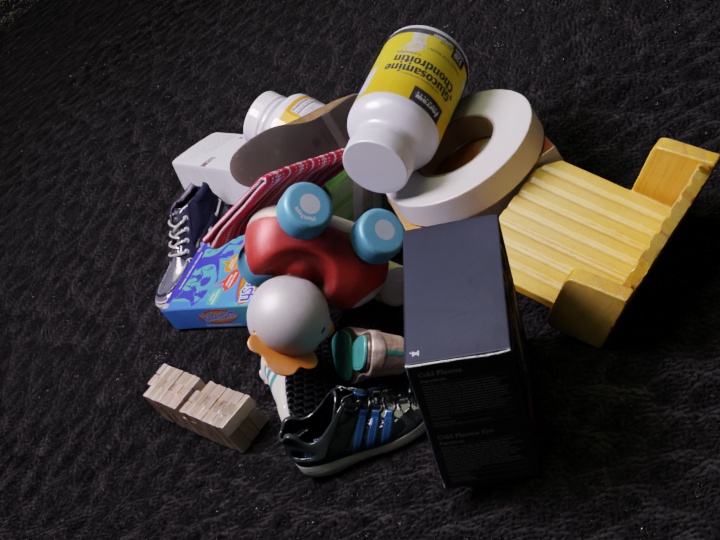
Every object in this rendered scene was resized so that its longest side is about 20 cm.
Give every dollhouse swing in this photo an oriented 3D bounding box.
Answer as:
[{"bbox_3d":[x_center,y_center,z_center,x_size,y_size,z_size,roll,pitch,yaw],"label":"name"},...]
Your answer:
[{"bbox_3d":[0.239,-0.057,1.336,0.175,0.182,0.200,34,69,12],"label":"dollhouse swing"}]

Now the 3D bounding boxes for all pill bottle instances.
[{"bbox_3d":[-0.055,-0.163,1.680,0.199,0.109,0.109,29,67,21],"label":"pill bottle"},{"bbox_3d":[0.050,-0.188,1.494,0.111,0.112,0.201,-9,42,36],"label":"pill bottle"}]

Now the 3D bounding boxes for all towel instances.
[{"bbox_3d":[0.022,-0.111,1.609,0.031,0.150,0.200,35,57,28],"label":"towel"},{"bbox_3d":[-0.087,-0.092,1.537,0.200,0.023,0.145,-25,-14,-50],"label":"towel"}]

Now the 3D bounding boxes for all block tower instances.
[{"bbox_3d":[-0.196,0.172,1.588,0.199,0.058,0.054,12,57,51],"label":"block tower"}]

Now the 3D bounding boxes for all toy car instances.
[{"bbox_3d":[-0.061,0.037,1.460,0.184,0.176,0.201,138,147,-58],"label":"toy car"}]

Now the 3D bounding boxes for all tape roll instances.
[{"bbox_3d":[0.120,-0.135,1.500,0.202,0.037,0.203,-25,35,19],"label":"tape roll"}]

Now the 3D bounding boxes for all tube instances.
[{"bbox_3d":[0.000,0.000,1.623,0.200,0.058,0.052,22,107,58],"label":"tube"}]

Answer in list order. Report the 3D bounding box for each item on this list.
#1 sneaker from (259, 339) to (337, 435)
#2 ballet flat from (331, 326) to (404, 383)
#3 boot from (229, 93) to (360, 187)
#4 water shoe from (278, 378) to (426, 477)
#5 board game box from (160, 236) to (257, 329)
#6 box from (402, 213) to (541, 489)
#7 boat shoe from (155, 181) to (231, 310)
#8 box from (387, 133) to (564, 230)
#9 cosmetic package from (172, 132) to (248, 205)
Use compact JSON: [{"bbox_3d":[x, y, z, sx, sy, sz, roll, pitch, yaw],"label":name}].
[{"bbox_3d":[-0.082,0.129,1.534,0.094,0.070,0.201,-55,31,40],"label":"sneaker"},{"bbox_3d":[0.015,0.099,1.456,0.067,0.069,0.200,2,0,-13],"label":"ballet flat"},{"bbox_3d":[-0.072,-0.162,1.587,0.199,0.074,0.075,-26,17,-4],"label":"boot"},{"bbox_3d":[0.004,0.160,1.392,0.199,0.079,0.072,-31,34,10],"label":"water shoe"},{"bbox_3d":[-0.166,0.009,1.762,0.199,0.045,0.153,-4,45,38],"label":"board game box"},{"bbox_3d":[0.112,0.081,1.274,0.103,0.183,0.201,-11,41,11],"label":"box"},{"bbox_3d":[-0.262,-0.040,1.867,0.074,0.093,0.201,-4,45,40],"label":"boat shoe"},{"bbox_3d":[0.151,-0.084,1.530,0.199,0.098,0.125,-35,32,4],"label":"box"},{"bbox_3d":[-0.189,-0.156,1.941,0.102,0.074,0.199,-41,30,-30],"label":"cosmetic package"}]
